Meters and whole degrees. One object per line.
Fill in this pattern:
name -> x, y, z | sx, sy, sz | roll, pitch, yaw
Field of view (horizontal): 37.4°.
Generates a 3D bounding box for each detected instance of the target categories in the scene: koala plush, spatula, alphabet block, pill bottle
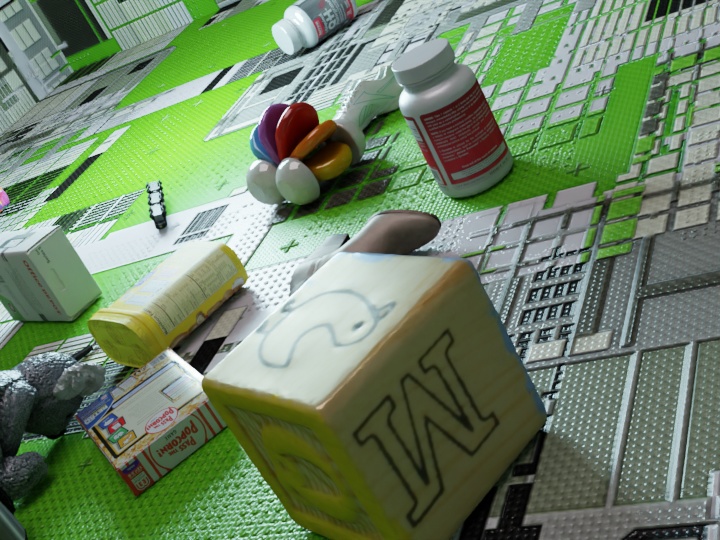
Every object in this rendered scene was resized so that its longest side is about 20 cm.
koala plush -> -0.444, 0.173, 1.404 | 0.200, 0.184, 0.177 | -31, 19, -37
spatula -> -0.409, 0.103, 1.647 | 0.200, 0.021, 0.056 | -47, 17, -28
alphabet block -> 0.015, 0.119, 0.965 | 0.200, 0.197, 0.195 | -44, 27, -29
pill bottle -> -0.114, -0.607, 2.563 | 0.200, 0.111, 0.111 | -40, 27, -20
pill bottle -> 0.123, -0.210, 1.459 | 0.112, 0.200, 0.112 | -23, 26, 12

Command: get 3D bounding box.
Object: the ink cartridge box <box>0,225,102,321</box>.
ink cartridge box -> -0.562, 0.008, 1.842 | 0.200, 0.146, 0.084 | -3, 34, 44

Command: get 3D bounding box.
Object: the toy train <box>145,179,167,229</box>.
toy train -> -0.387, -0.126, 2.030 | 0.034, 0.046, 0.200 | -16, 27, -7

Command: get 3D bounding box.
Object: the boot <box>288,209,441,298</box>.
boot -> 0.000, 0.000, 1.370 | 0.200, 0.070, 0.146 | -14, 35, 31

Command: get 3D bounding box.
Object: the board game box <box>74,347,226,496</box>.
board game box -> -0.257, 0.180, 1.314 | 0.151, 0.046, 0.200 | -37, 26, -16

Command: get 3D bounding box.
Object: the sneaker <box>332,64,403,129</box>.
sneaker -> -0.006, -0.295, 1.903 | 0.200, 0.080, 0.070 | -37, 28, -13

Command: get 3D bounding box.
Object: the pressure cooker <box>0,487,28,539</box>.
pressure cooker -> -0.489, 0.286, 1.179 | 0.176, 0.200, 0.179 | -31, 24, -3

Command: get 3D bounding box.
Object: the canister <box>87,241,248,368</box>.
canister -> -0.276, 0.045, 1.543 | 0.148, 0.087, 0.200 | 2, 38, 48

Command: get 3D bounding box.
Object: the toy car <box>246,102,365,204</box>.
toy car -> -0.107, -0.207, 1.757 | 0.200, 0.150, 0.175 | 3, 41, 49

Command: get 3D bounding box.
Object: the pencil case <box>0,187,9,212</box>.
pencil case -> -0.948, -0.133, 2.595 | 0.088, 0.088, 0.200 | -11, 29, 35
